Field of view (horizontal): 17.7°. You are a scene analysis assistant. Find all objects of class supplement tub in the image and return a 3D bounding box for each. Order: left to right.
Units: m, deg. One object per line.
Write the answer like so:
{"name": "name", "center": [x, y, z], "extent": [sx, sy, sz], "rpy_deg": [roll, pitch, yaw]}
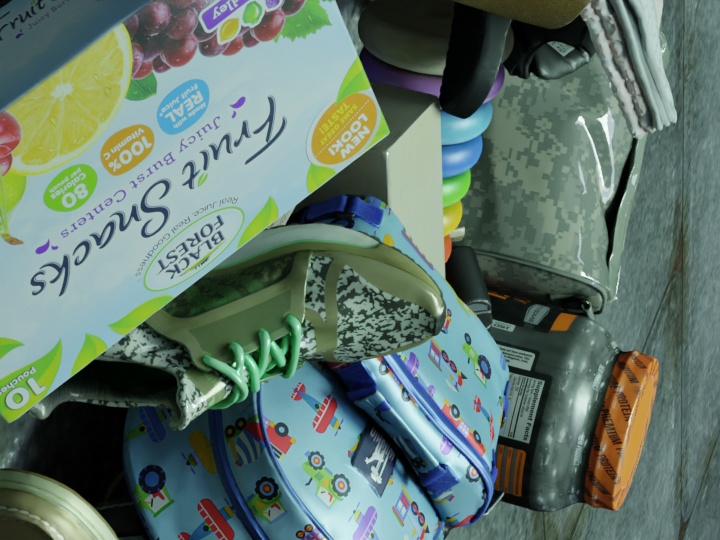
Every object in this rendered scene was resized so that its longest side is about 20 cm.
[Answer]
{"name": "supplement tub", "center": [0.073, 0.074, 1.406], "extent": [0.122, 0.199, 0.123], "rpy_deg": [15, 90, -76]}

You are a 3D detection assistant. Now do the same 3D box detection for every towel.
{"name": "towel", "center": [0.131, -0.195, 1.197], "extent": [0.200, 0.032, 0.192], "rpy_deg": [55, 30, -60]}

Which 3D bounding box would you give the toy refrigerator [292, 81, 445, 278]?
{"name": "toy refrigerator", "center": [0.000, 0.000, 1.222], "extent": [0.070, 0.076, 0.200], "rpy_deg": [-48, 143, -47]}

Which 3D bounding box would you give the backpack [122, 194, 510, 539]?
{"name": "backpack", "center": [-0.022, 0.085, 1.108], "extent": [0.183, 0.134, 0.200], "rpy_deg": [53, 28, -21]}

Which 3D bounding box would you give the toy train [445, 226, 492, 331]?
{"name": "toy train", "center": [0.037, -0.046, 1.364], "extent": [0.046, 0.034, 0.200], "rpy_deg": [121, -45, -58]}

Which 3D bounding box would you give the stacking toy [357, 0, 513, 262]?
{"name": "stacking toy", "center": [0.032, -0.049, 1.285], "extent": [0.085, 0.085, 0.201], "rpy_deg": [-47, 148, -58]}

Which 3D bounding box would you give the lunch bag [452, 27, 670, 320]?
{"name": "lunch bag", "center": [0.098, -0.076, 1.460], "extent": [0.139, 0.167, 0.201], "rpy_deg": [47, 57, -68]}

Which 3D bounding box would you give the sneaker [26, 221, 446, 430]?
{"name": "sneaker", "center": [-0.061, 0.036, 0.984], "extent": [0.077, 0.199, 0.089], "rpy_deg": [92, -6, -48]}

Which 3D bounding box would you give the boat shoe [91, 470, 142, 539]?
{"name": "boat shoe", "center": [-0.098, 0.128, 1.161], "extent": [0.202, 0.072, 0.060], "rpy_deg": [7, 56, -60]}

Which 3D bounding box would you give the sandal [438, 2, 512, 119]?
{"name": "sandal", "center": [0.081, -0.171, 1.196], "extent": [0.075, 0.045, 0.201], "rpy_deg": [149, -48, -72]}

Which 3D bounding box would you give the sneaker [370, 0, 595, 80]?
{"name": "sneaker", "center": [0.079, -0.151, 1.334], "extent": [0.077, 0.111, 0.200], "rpy_deg": [-38, -175, -24]}

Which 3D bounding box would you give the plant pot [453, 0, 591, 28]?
{"name": "plant pot", "center": [0.007, -0.216, 1.036], "extent": [0.186, 0.199, 0.187], "rpy_deg": [-173, -90, -75]}

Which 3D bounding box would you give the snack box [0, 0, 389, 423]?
{"name": "snack box", "center": [-0.096, -0.051, 0.903], "extent": [0.200, 0.053, 0.142], "rpy_deg": [-38, 142, -10]}

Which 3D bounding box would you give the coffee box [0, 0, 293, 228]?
{"name": "coffee box", "center": [-0.094, -0.073, 1.027], "extent": [0.200, 0.079, 0.115], "rpy_deg": [81, 27, -46]}

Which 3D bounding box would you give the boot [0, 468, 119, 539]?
{"name": "boot", "center": [-0.159, 0.201, 1.011], "extent": [0.155, 0.072, 0.200], "rpy_deg": [-56, 152, -45]}
